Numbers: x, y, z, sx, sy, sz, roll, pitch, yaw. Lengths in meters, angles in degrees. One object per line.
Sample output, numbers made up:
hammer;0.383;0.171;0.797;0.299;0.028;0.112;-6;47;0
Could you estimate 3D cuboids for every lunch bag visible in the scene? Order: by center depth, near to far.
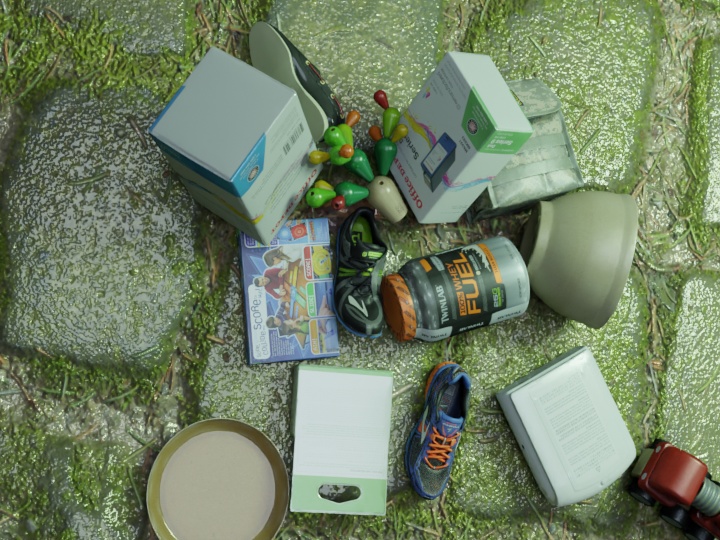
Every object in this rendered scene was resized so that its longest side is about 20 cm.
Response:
lunch bag;0.225;-0.194;1.458;0.161;0.118;0.204;-13;82;-18

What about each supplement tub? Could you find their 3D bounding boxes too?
supplement tub;0.136;0.031;1.403;0.196;0.122;0.125;-16;87;-15

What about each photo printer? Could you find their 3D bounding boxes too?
photo printer;0.314;0.239;1.447;0.164;0.069;0.203;-27;90;-16

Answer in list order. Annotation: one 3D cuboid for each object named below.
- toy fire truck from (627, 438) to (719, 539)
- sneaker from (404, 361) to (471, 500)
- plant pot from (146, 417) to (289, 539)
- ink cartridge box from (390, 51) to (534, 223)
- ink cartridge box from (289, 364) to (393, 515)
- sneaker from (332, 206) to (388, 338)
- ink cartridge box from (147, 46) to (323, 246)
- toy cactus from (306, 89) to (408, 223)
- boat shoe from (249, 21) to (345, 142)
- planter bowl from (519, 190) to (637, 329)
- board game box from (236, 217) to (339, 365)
toy fire truck;0.506;0.348;1.412;0.175;0.200;0.130;37;76;-7
sneaker;0.115;0.230;1.395;0.074;0.078;0.204;13;80;-11
plant pot;-0.197;0.308;1.337;0.196;0.027;0.205;2;82;-14
ink cartridge box;0.131;-0.185;1.368;0.086;0.201;0.147;-5;58;-38
ink cartridge box;-0.029;0.240;1.375;0.142;0.048;0.205;5;82;-13
sneaker;0.000;0.000;1.369;0.069;0.083;0.203;4;62;-15
ink cartridge box;-0.160;-0.161;1.296;0.145;0.201;0.148;30;75;19
toy cactus;0.014;-0.142;1.353;0.166;0.101;0.201;49;56;-20
boat shoe;-0.096;-0.278;1.420;0.063;0.074;0.203;-23;77;-50
planter bowl;0.309;-0.029;1.422;0.132;0.200;0.204;14;80;-2
board game box;-0.105;0.029;1.389;0.132;0.034;0.205;-3;83;-14
